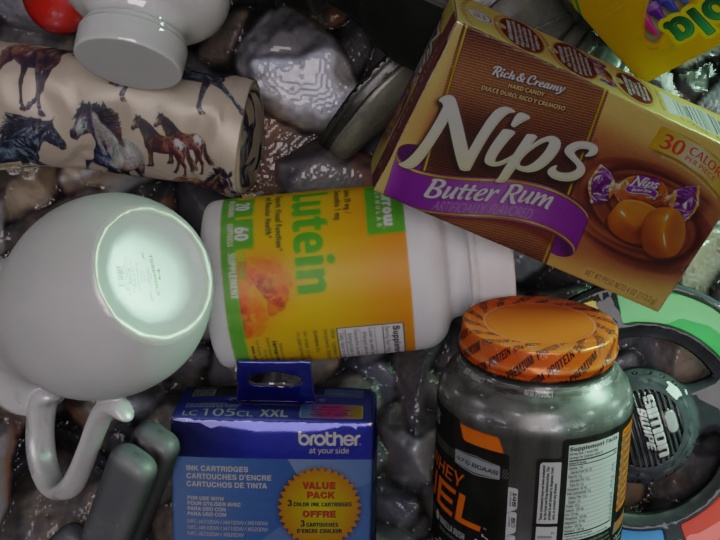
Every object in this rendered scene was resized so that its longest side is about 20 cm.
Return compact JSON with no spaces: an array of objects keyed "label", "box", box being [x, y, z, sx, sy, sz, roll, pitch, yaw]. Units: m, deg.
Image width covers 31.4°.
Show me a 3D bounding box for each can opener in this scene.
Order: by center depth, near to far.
[{"label":"can opener","box":[-0.178,0.172,0.844,0.066,0.053,0.201,32,125,10]}]

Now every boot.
[{"label":"boot","box":[0.036,-0.229,0.828,0.199,0.069,0.175,27,64,12]},{"label":"boot","box":[0.079,-0.113,0.869,0.200,0.068,0.131,-41,96,2]}]

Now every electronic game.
[{"label":"electronic game","box":[0.193,0.107,0.883,0.197,0.042,0.203,0,91,1]}]

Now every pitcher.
[{"label":"pitcher","box":[-0.171,0.050,0.801,0.120,0.199,0.174,-9,81,-40]}]

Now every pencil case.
[{"label":"pencil case","box":[-0.160,-0.098,0.865,0.197,0.078,0.090,8,113,1]}]

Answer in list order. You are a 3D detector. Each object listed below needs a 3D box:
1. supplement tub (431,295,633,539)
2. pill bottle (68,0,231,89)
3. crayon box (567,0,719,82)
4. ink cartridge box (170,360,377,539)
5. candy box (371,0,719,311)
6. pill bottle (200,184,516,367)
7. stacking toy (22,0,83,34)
[{"label":"supplement tub","box":[0.106,0.126,0.801,0.121,0.123,0.202,1,108,1]},{"label":"pill bottle","box":[-0.128,-0.222,0.819,0.109,0.111,0.202,10,74,1]},{"label":"crayon box","box":[0.189,-0.220,0.737,0.172,0.199,0.059,44,55,-16]},{"label":"ink cartridge box","box":[-0.056,0.153,0.857,0.135,0.076,0.203,0,100,1]},{"label":"candy box","box":[0.119,-0.069,0.768,0.198,0.057,0.117,22,118,-12]},{"label":"pill bottle","box":[0.000,0.000,0.848,0.197,0.111,0.113,-6,92,1]},{"label":"stacking toy","box":[-0.257,-0.239,0.866,0.199,0.085,0.086,39,92,-6]}]
